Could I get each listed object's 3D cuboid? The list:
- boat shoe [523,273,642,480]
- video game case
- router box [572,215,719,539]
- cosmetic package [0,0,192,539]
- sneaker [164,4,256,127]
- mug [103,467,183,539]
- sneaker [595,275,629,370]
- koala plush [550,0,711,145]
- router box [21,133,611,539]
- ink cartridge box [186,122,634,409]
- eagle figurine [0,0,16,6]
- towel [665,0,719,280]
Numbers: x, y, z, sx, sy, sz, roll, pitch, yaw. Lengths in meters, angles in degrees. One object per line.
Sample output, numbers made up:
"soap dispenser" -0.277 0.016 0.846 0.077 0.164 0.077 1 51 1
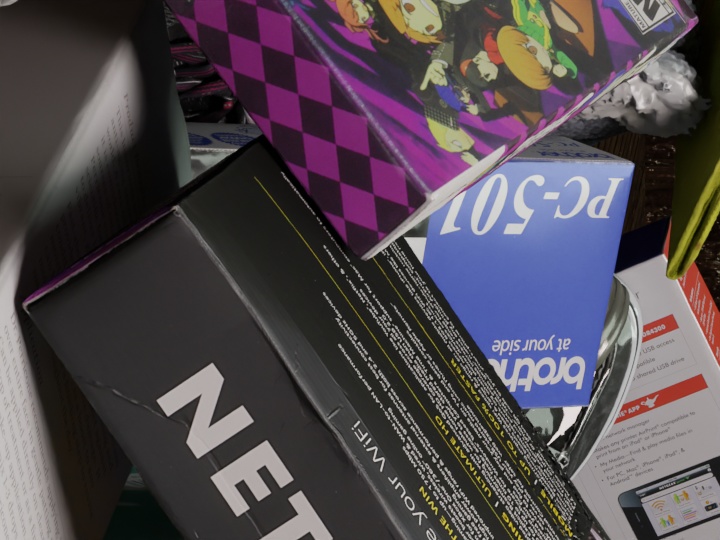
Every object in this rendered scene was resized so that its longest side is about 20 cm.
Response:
"boat shoe" 0.049 0.084 1.075 0.199 0.074 0.068 -47 -173 1
"video game case" -0.008 -0.117 0.727 0.200 0.036 0.181 53 36 2
"router box" 0.087 0.095 1.166 0.180 0.199 0.049 63 19 -15
"cosmetic package" -0.100 0.015 0.667 0.200 0.071 0.102 -71 158 -56
"sneaker" -0.046 -0.053 0.917 0.200 0.080 0.075 76 21 -56
"mug" -0.044 0.115 0.764 0.185 0.151 0.115 -23 111 -78
"sneaker" 0.003 0.012 1.043 0.114 0.199 0.076 45 51 -20
"koala plush" 0.053 -0.103 1.101 0.178 0.199 0.184 -72 160 -54
"router box" 0.010 0.062 0.664 0.200 0.051 0.149 56 16 -3
"ink cartridge box" 0.000 0.000 0.895 0.199 0.044 0.094 -1 107 -36
"eagle figurine" -0.092 -0.157 0.554 0.200 0.151 0.151 -77 -174 -63
"towel" 0.153 -0.090 1.097 0.200 0.018 0.086 -78 -175 -47
